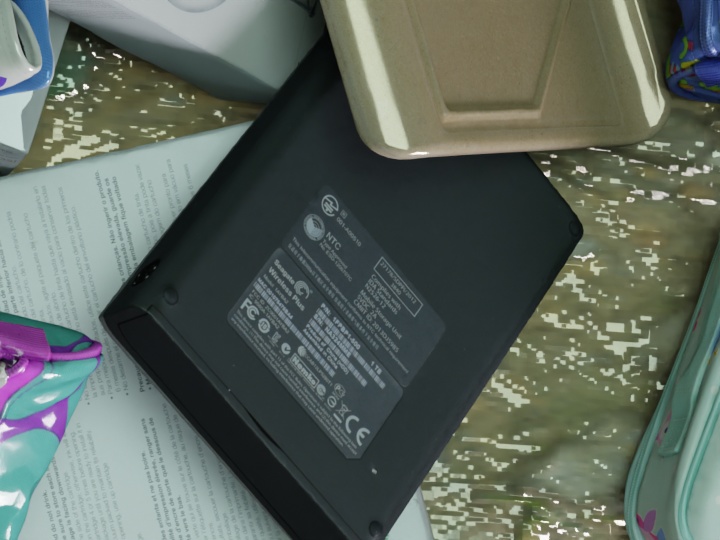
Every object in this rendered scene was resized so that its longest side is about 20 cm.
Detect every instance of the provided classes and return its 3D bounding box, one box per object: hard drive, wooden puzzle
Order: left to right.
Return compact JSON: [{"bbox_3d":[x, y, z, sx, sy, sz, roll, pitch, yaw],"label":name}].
[{"bbox_3d":[0.000,0.000,1.111,0.140,0.033,0.200,50,51,-17],"label":"hard drive"},{"bbox_3d":[0.041,-0.135,1.150,0.200,0.037,0.186,-8,80,-52],"label":"wooden puzzle"}]

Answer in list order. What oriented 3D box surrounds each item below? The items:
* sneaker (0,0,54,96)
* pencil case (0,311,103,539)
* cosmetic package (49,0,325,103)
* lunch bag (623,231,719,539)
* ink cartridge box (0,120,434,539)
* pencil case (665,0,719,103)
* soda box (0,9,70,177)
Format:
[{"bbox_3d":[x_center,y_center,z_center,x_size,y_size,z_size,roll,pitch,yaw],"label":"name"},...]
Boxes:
[{"bbox_3d":[-0.182,-0.062,1.012,0.081,0.146,0.200,37,70,-44],"label":"sneaker"},{"bbox_3d":[-0.169,0.105,1.034,0.085,0.092,0.201,22,88,-11],"label":"pencil case"},{"bbox_3d":[-0.057,-0.182,1.114,0.052,0.151,0.201,7,81,30],"label":"cosmetic package"},{"bbox_3d":[0.205,0.055,1.185,0.160,0.077,0.200,25,76,-9],"label":"lunch bag"},{"bbox_3d":[-0.087,0.051,1.126,0.199,0.043,0.197,-13,85,-13],"label":"ink cartridge box"},{"bbox_3d":[0.156,-0.170,1.202,0.087,0.078,0.201,0,80,-46],"label":"pencil case"},{"bbox_3d":[-0.137,-0.142,1.126,0.064,0.068,0.201,18,78,-13],"label":"soda box"}]
